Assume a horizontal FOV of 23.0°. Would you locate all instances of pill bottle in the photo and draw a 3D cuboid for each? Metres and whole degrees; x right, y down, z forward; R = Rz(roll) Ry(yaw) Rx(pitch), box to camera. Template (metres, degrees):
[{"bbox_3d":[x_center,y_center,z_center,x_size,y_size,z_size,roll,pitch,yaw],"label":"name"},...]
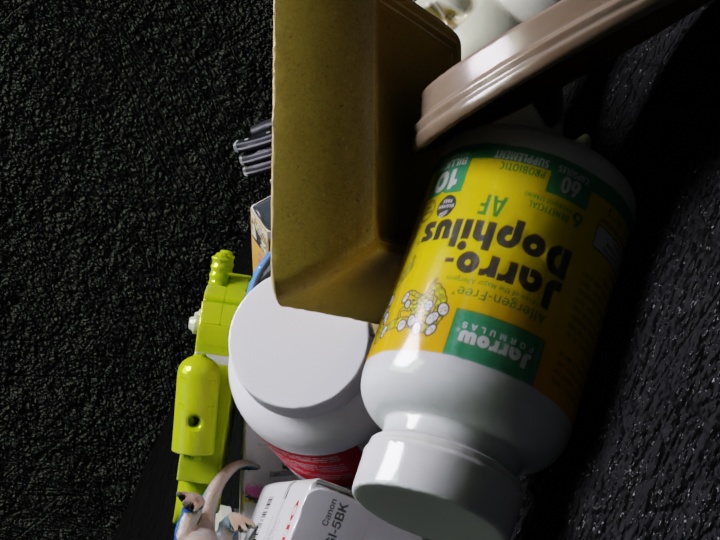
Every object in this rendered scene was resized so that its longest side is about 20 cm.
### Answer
[{"bbox_3d":[0.065,0.035,0.913,0.113,0.112,0.201,134,159,-66],"label":"pill bottle"},{"bbox_3d":[-0.020,0.070,1.112,0.200,0.112,0.113,62,-132,-69],"label":"pill bottle"}]

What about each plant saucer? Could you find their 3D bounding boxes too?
[{"bbox_3d":[0.110,-0.120,0.932,0.199,0.030,0.200,-29,-1,-1],"label":"plant saucer"},{"bbox_3d":[0.012,-0.074,0.981,0.200,0.048,0.201,14,-105,-67],"label":"plant saucer"}]

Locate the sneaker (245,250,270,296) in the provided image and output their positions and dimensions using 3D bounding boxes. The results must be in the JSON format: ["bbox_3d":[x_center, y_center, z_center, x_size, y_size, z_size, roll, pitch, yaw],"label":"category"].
[{"bbox_3d":[0.000,0.000,1.281,0.199,0.071,0.083,-28,24,-26],"label":"sneaker"}]

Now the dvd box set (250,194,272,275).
[{"bbox_3d":[-0.016,-0.021,1.385,0.146,0.029,0.200,-28,-25,-17],"label":"dvd box set"}]

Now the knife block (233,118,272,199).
[{"bbox_3d":[-0.011,-0.137,1.621,0.064,0.175,0.201,-85,21,-63],"label":"knife block"}]

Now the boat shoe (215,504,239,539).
[{"bbox_3d":[-0.099,0.281,1.462,0.072,0.067,0.201,-106,24,-54],"label":"boat shoe"}]

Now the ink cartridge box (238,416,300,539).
[{"bbox_3d":[-0.058,0.169,1.335,0.116,0.067,0.201,-115,27,-81],"label":"ink cartridge box"}]

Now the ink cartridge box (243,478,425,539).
[{"bbox_3d":[-0.036,0.218,1.149,0.200,0.082,0.148,149,143,-76],"label":"ink cartridge box"}]

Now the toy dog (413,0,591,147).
[{"bbox_3d":[0.086,-0.136,1.141,0.194,0.139,0.201,4,65,59],"label":"toy dog"}]

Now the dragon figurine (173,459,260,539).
[{"bbox_3d":[-0.116,0.208,1.196,0.200,0.059,0.100,-84,18,-59],"label":"dragon figurine"}]

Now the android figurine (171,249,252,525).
[{"bbox_3d":[-0.110,0.085,1.308,0.182,0.041,0.201,-91,8,-85],"label":"android figurine"}]
